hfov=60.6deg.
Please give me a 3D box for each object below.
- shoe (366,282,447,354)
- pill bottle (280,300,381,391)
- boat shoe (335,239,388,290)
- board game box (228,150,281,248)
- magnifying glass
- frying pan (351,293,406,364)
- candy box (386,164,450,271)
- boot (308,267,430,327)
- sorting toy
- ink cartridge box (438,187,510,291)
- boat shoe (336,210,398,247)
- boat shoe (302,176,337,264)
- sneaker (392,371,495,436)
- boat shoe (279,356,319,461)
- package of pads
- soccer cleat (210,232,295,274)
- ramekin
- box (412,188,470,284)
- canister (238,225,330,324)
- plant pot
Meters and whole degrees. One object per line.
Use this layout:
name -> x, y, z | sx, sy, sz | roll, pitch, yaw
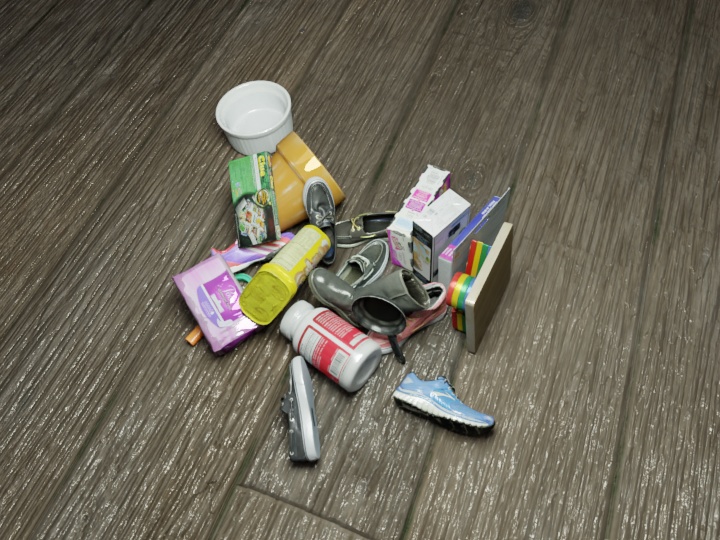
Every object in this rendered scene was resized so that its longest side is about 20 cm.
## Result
shoe -> 0.094, 0.096, 1.283 | 0.199, 0.091, 0.072 | -28, 59, -11
pill bottle -> -0.064, 0.148, 1.257 | 0.200, 0.112, 0.112 | 33, 67, 24
boat shoe -> 0.000, 0.000, 1.367 | 0.072, 0.071, 0.200 | 26, 64, 21
board game box -> -0.237, -0.157, 1.374 | 0.104, 0.023, 0.201 | -10, 84, 25
magnifying glass -> -0.314, 0.086, 1.380 | 0.079, 0.022, 0.200 | 30, 67, 22
frying pan -> 0.063, 0.108, 1.212 | 0.115, 0.190, 0.031 | -25, 30, 45
candy box -> 0.134, -0.118, 1.388 | 0.061, 0.137, 0.200 | 22, 62, 21
boot -> 0.015, 0.038, 1.228 | 0.200, 0.182, 0.073 | -20, 38, 50
sorting toy -> 0.238, 0.030, 1.246 | 0.069, 0.199, 0.201 | 20, 62, 23
ink cartridge box -> 0.236, -0.061, 1.301 | 0.043, 0.200, 0.196 | 34, 67, 25
boat shoe -> 0.010, -0.102, 1.436 | 0.200, 0.061, 0.072 | -6, 57, 3
boat shoe -> -0.084, -0.105, 1.367 | 0.070, 0.201, 0.066 | -10, 27, -17
sneaker -> 0.167, 0.250, 1.187 | 0.199, 0.079, 0.089 | 21, 65, 19
boat shoe -> -0.125, 0.271, 1.196 | 0.066, 0.070, 0.201 | -12, 76, 6
package of pads -> -0.306, 0.070, 1.328 | 0.120, 0.076, 0.201 | -31, 77, -13
soccer cleat -> -0.246, -0.053, 1.420 | 0.199, 0.068, 0.074 | -24, 101, -5
ramekin -> -0.274, -0.398, 1.635 | 0.199, 0.098, 0.201 | -3, 57, 5
box -> 0.170, -0.064, 1.312 | 0.117, 0.200, 0.060 | -40, 63, -20
canister -> -0.156, 0.004, 1.305 | 0.086, 0.149, 0.200 | 40, 41, -3
plant pot -> -0.166, -0.190, 1.449 | 0.183, 0.200, 0.200 | -39, 61, 0
